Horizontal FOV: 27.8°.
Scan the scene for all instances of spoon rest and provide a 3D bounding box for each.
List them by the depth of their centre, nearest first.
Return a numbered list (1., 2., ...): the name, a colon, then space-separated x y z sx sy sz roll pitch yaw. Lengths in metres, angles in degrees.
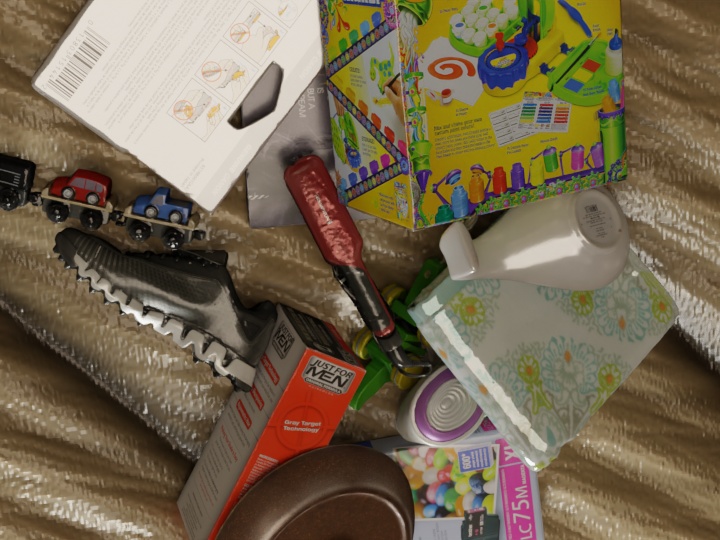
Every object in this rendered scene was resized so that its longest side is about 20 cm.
1. spoon rest: 0.137 -0.025 1.143 0.199 0.061 0.100 -10 77 -38

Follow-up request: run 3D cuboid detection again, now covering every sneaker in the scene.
1. sneaker: -0.152 0.011 1.181 0.199 0.066 0.091 34 83 -8
2. sneaker: 0.106 0.078 1.238 0.199 0.100 0.075 -34 89 -20

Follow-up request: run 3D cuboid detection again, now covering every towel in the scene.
1. towel: 0.153 0.034 1.184 0.200 0.048 0.171 -42 96 -25

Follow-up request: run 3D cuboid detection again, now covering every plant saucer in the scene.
1. plant saucer: -0.033 0.238 1.194 0.199 0.034 0.202 -15 122 -26

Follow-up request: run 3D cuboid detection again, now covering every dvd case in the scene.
1. dvd case: 0.002 -0.115 1.191 0.198 0.016 0.150 -5 106 -7

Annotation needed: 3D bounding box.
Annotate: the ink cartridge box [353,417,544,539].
1. ink cartridge box: 0.059 0.202 1.278 0.198 0.042 0.120 -9 106 -4

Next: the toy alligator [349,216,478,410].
1. toy alligator: 0.053 0.033 1.225 0.201 0.059 0.054 -59 149 4

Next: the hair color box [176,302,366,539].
1. hair color box: -0.077 0.140 1.203 0.061 0.102 0.201 22 102 -24

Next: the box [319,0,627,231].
1. box: 0.087 -0.153 1.107 0.199 0.122 0.194 -13 108 -26

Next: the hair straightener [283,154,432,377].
1. hair straightener: 0.000 0.000 1.178 0.041 0.077 0.201 -33 90 -2

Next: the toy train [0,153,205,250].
1. toy train: -0.218 -0.058 1.151 0.198 0.034 0.046 13 104 -2

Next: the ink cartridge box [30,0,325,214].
1. ink cartridge box: -0.130 -0.175 1.139 0.176 0.045 0.200 36 98 -15
